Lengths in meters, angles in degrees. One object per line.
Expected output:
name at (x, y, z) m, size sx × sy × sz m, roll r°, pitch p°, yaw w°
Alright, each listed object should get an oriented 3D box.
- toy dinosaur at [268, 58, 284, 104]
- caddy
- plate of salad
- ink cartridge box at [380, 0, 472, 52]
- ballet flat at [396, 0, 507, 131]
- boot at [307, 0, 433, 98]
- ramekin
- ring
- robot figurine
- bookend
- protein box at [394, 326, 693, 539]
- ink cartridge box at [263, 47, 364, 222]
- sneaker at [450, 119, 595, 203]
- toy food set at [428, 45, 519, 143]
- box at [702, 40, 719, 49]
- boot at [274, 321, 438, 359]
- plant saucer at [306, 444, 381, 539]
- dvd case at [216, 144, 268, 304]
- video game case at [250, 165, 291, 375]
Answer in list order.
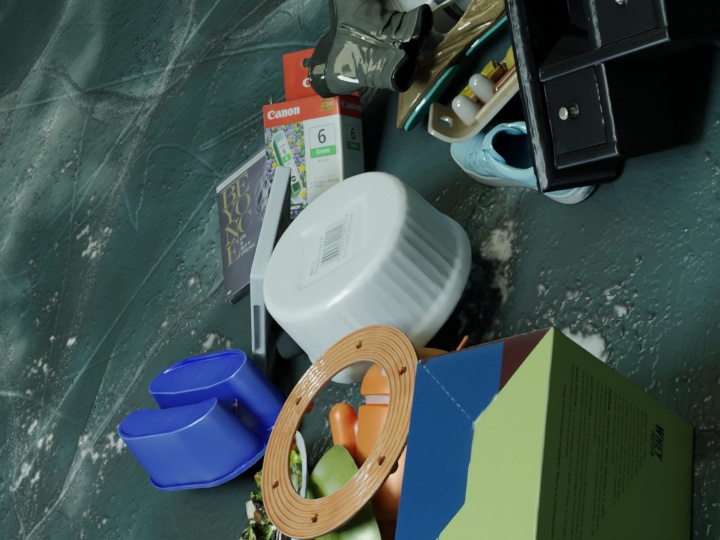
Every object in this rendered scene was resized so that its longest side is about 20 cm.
toy dinosaur at (-0.071, -0.214, 1.697) m, size 0.088 × 0.047 × 0.200 m, roll 30°, pitch 86°, yaw 41°
caddy at (-0.165, 0.170, 1.504) m, size 0.200 × 0.105 × 0.142 m, roll -13°, pitch 33°, yaw 43°
plate of salad at (-0.095, 0.253, 1.358) m, size 0.200 × 0.048 × 0.201 m, roll -165°, pitch 90°, yaw -74°
ink cartridge box at (0.082, -0.321, 1.585) m, size 0.200 × 0.084 × 0.145 m, roll -45°, pitch 39°, yaw 19°
ballet flat at (0.091, -0.246, 1.509) m, size 0.200 × 0.072 × 0.068 m, roll -48°, pitch -6°, yaw 16°
boot at (0.027, -0.275, 1.512) m, size 0.130 × 0.068 × 0.201 m, roll -1°, pitch 65°, yaw 35°
ramekin at (0.000, 0.000, 1.340) m, size 0.200 × 0.098 × 0.201 m, roll -30°, pitch 36°, yaw 24°
ring at (-0.015, 0.139, 1.190) m, size 0.200 × 0.019 × 0.201 m, roll -36°, pitch 36°, yaw 32°
robot figurine at (0.051, 0.156, 1.235) m, size 0.144 × 0.116 × 0.201 m, roll -8°, pitch 76°, yaw 57°
bookend at (0.233, -0.183, 1.212) m, size 0.199 × 0.092 × 0.201 m, roll -8°, pitch 91°, yaw 57°
protein box at (0.145, 0.183, 1.066) m, size 0.135 × 0.200 × 0.199 m, roll -17°, pitch 53°, yaw 40°
ink cartridge box at (-0.055, -0.160, 1.578) m, size 0.109 × 0.050 × 0.201 m, roll -6°, pitch 85°, yaw 34°
sneaker at (0.147, -0.125, 1.377) m, size 0.200 × 0.082 × 0.074 m, roll 19°, pitch 78°, yaw 52°
toy food set at (0.143, -0.223, 1.418) m, size 0.200 × 0.060 × 0.144 m, roll -46°, pitch 10°, yaw 15°
box at (0.328, -0.291, 1.274) m, size 0.200 × 0.104 × 0.148 m, roll 27°, pitch 86°, yaw 52°
boot at (-0.014, 0.059, 1.434) m, size 0.200 × 0.066 × 0.165 m, roll -12°, pitch 43°, yaw 36°
plant saucer at (-0.014, 0.255, 1.225) m, size 0.200 × 0.031 × 0.201 m, roll 170°, pitch 90°, yaw -77°
dvd case at (-0.117, -0.074, 1.690) m, size 0.149 × 0.016 × 0.200 m, roll -36°, pitch 42°, yaw 27°
video game case at (-0.095, 0.004, 1.489) m, size 0.200 × 0.018 × 0.144 m, roll 96°, pitch -176°, yaw -56°
